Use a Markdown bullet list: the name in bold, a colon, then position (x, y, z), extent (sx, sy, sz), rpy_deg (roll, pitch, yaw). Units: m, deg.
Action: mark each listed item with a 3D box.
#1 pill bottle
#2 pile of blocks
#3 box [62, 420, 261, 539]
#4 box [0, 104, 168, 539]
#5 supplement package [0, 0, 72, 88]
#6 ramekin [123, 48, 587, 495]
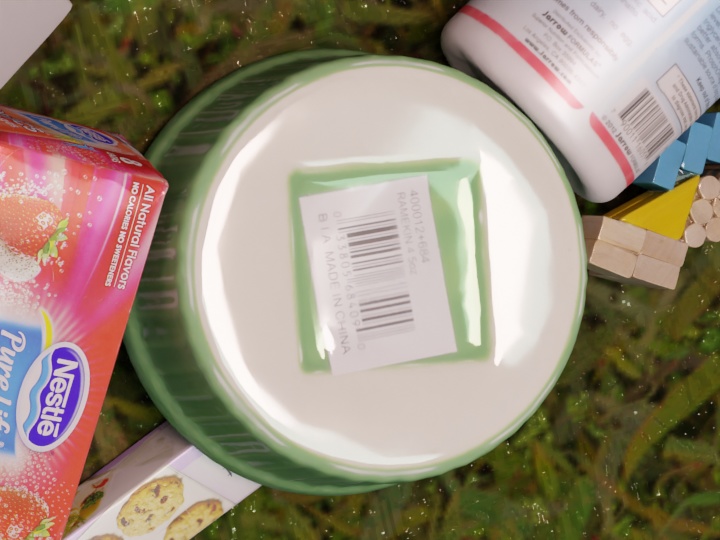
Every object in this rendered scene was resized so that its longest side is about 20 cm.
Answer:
- **pill bottle**: position (0.140, -0.133, 1.085), extent (0.200, 0.109, 0.109), rpy_deg (-43, 115, -3)
- **pile of blocks**: position (0.174, -0.053, 1.152), extent (0.200, 0.062, 0.082), rpy_deg (-23, 100, -20)
- **box**: position (-0.095, 0.104, 1.112), extent (0.200, 0.039, 0.041), rpy_deg (-36, 115, -6)
- **box**: position (-0.163, 0.033, 1.036), extent (0.100, 0.095, 0.200), rpy_deg (14, 101, -23)
- **supplement package**: position (-0.225, -0.130, 0.910), extent (0.200, 0.117, 0.117), rpy_deg (42, 89, 4)
- **ramekin**: position (0.000, 0.000, 1.053), extent (0.200, 0.098, 0.200), rpy_deg (0, 89, -16)
